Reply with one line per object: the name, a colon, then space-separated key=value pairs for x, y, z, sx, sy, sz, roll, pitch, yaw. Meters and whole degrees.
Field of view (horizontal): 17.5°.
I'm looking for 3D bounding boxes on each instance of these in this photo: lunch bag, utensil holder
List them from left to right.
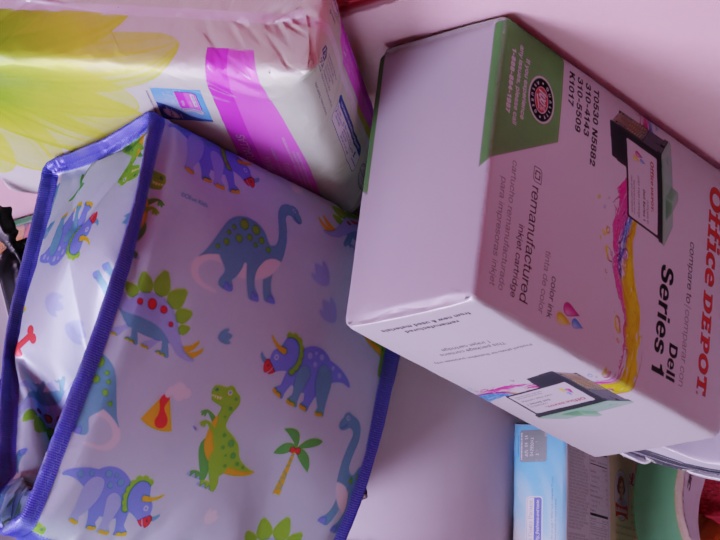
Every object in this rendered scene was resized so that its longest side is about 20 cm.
lunch bag: x=-0.080 y=0.055 z=1.111 sx=0.169 sy=0.201 sz=0.127 roll=23 pitch=152 yaw=-31
utensil holder: x=0.023 y=0.107 z=1.397 sx=0.168 sy=0.202 sz=0.170 roll=8 pitch=160 yaw=3

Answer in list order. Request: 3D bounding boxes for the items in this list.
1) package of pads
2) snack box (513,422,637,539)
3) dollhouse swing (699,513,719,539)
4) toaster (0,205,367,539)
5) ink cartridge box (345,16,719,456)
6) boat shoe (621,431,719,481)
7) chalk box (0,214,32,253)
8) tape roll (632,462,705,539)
package of pads: x=-0.099 y=-0.088 z=1.131 sx=0.198 sy=0.069 sz=0.155 roll=5 pitch=157 yaw=12
snack box: x=0.145 y=0.162 z=1.413 sx=0.037 sy=0.117 sz=0.200 roll=-4 pitch=167 yaw=26
dollhouse swing: x=0.151 y=0.184 z=1.712 sx=0.199 sy=0.176 sz=0.183 roll=-5 pitch=125 yaw=32
toaster: x=-0.115 y=0.060 z=1.248 sx=0.180 sy=0.201 sz=0.119 roll=-10 pitch=167 yaw=-33
ink cartridge box: x=0.094 y=-0.011 z=1.140 sx=0.084 sy=0.146 sz=0.199 roll=-12 pitch=151 yaw=40
boat shoe: x=0.153 y=0.070 z=1.299 sx=0.199 sy=0.072 sz=0.068 roll=17 pitch=164 yaw=36
chalk box: x=-0.192 y=0.045 z=1.439 sx=0.124 sy=0.125 sz=0.199 roll=-10 pitch=151 yaw=43
tape roll: x=0.261 y=0.136 z=1.370 sx=0.199 sy=0.202 sz=0.048 roll=1 pitch=158 yaw=21
